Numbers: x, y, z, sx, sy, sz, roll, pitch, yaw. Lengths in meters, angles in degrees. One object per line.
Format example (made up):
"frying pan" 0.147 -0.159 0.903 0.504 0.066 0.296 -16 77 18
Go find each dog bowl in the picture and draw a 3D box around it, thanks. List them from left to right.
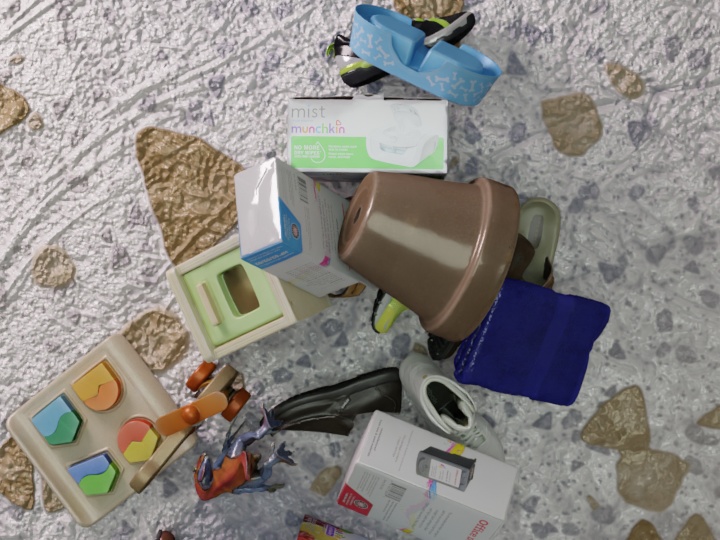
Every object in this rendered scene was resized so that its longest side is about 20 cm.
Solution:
"dog bowl" 0.076 -0.265 1.620 0.199 0.112 0.050 26 114 5

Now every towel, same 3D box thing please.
"towel" 0.216 0.089 1.667 0.199 0.049 0.149 14 102 -34

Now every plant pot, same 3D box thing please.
"plant pot" 0.072 -0.038 1.564 0.173 0.200 0.202 22 91 -14

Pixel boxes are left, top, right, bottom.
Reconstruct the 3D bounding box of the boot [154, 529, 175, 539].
"boot" -0.176 0.427 1.724 0.198 0.068 0.190 -6 91 1

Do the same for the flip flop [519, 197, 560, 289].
"flip flop" 0.225 0.004 1.711 0.080 0.058 0.202 10 91 1

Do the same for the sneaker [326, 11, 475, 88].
"sneaker" 0.051 -0.310 1.704 0.198 0.072 0.083 -23 89 2

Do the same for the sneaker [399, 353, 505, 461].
"sneaker" 0.127 0.203 1.674 0.074 0.116 0.200 -41 106 -2

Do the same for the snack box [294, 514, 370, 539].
"snack box" 0.003 0.394 1.668 0.198 0.169 0.068 22 95 0

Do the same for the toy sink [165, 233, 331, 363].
"toy sink" -0.161 0.033 1.657 0.199 0.112 0.131 -24 90 28

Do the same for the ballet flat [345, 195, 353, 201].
"ballet flat" -0.066 -0.032 1.711 0.199 0.071 0.069 -33 91 2

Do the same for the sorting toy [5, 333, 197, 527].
"sorting toy" -0.346 0.214 1.739 0.199 0.036 0.186 -38 90 1

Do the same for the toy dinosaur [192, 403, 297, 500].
"toy dinosaur" -0.169 0.246 1.668 0.181 0.199 0.106 -36 76 25

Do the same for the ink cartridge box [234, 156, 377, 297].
"ink cartridge box" -0.064 -0.043 1.597 0.067 0.199 0.116 -21 61 29

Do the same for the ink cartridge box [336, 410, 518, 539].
"ink cartridge box" 0.083 0.276 1.670 0.198 0.148 0.086 21 57 -1

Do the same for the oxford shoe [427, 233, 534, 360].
"oxford shoe" 0.157 0.041 1.670 0.084 0.073 0.201 23 113 -29

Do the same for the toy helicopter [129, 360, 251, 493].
"toy helicopter" -0.225 0.204 1.676 0.079 0.132 0.200 39 80 0

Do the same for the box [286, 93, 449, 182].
"box" 0.011 -0.165 1.655 0.198 0.176 0.098 1 91 1

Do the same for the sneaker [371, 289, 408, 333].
"sneaker" 0.091 0.010 1.707 0.090 0.078 0.201 38 94 -7

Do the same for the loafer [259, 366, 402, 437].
"loafer" -0.034 0.186 1.712 0.198 0.073 0.072 -18 89 1

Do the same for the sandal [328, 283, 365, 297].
"sandal" 0.000 0.000 1.711 0.199 0.082 0.055 -31 89 -5
